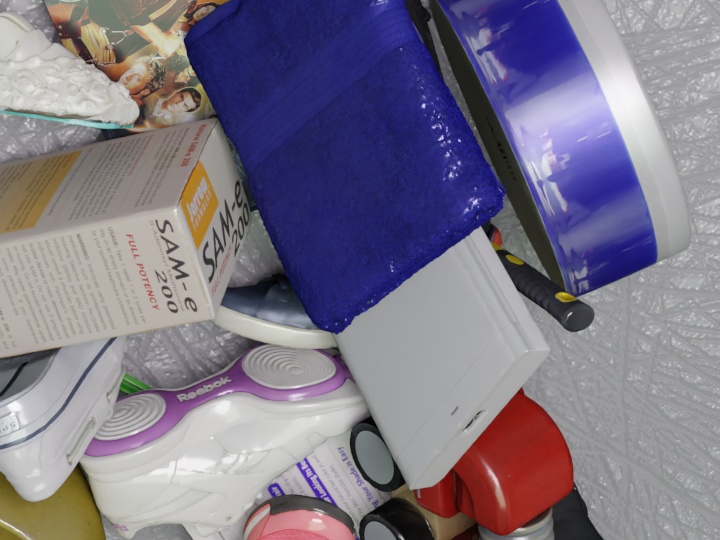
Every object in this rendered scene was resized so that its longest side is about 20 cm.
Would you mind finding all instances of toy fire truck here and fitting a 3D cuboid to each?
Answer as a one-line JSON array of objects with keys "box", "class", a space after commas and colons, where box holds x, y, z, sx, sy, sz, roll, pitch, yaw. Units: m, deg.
[{"box": [0.086, 0.173, 0.996, 0.128, 0.199, 0.178, -25, 121, -37], "class": "toy fire truck"}]

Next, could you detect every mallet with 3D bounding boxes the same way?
[{"box": [0.066, -0.007, 0.959, 0.065, 0.200, 0.042, -6, 112, -15], "class": "mallet"}]

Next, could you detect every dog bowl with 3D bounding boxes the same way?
[{"box": [0.114, -0.088, 0.978, 0.078, 0.200, 0.201, -25, 115, 1], "class": "dog bowl"}]

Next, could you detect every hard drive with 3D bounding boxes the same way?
[{"box": [0.023, 0.004, 0.963, 0.026, 0.201, 0.132, -4, 144, -37], "class": "hard drive"}]

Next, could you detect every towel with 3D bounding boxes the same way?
[{"box": [-0.009, -0.085, 0.926, 0.049, 0.201, 0.147, -4, 154, -49], "class": "towel"}]

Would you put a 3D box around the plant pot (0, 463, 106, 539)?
[{"box": [-0.236, 0.173, 1.042, 0.198, 0.142, 0.202, 5, 122, 7], "class": "plant pot"}]

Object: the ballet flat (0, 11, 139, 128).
[{"box": [-0.225, -0.118, 0.960, 0.198, 0.072, 0.072, 5, 113, 4], "class": "ballet flat"}]

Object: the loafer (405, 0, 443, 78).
[{"box": [0.007, -0.148, 1.008, 0.068, 0.071, 0.202, 1, 125, 32], "class": "loafer"}]

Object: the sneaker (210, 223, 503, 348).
[{"box": [0.000, 0.000, 1.071, 0.198, 0.075, 0.085, -1, 105, -15], "class": "sneaker"}]

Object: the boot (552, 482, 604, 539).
[{"box": [0.101, 0.238, 1.135, 0.073, 0.154, 0.204, 25, 105, -33], "class": "boot"}]

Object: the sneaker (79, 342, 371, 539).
[{"box": [-0.075, 0.107, 1.054, 0.198, 0.075, 0.100, -15, 122, -9], "class": "sneaker"}]

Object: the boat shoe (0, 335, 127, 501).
[{"box": [-0.175, 0.067, 0.983, 0.073, 0.200, 0.067, -13, 109, 18], "class": "boat shoe"}]

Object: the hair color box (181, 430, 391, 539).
[{"box": [-0.017, 0.136, 1.124, 0.199, 0.065, 0.110, -31, 115, 1], "class": "hair color box"}]

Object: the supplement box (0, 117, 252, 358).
[{"box": [-0.173, -0.014, 0.971, 0.198, 0.126, 0.074, -10, 116, 13], "class": "supplement box"}]

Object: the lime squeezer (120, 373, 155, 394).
[{"box": [-0.206, 0.058, 1.045, 0.199, 0.071, 0.038, 12, 133, -33], "class": "lime squeezer"}]

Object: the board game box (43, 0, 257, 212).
[{"box": [-0.101, -0.127, 1.013, 0.134, 0.035, 0.201, -22, 115, -1], "class": "board game box"}]

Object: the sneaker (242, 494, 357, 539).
[{"box": [-0.057, 0.222, 1.053, 0.073, 0.087, 0.201, 22, 129, -13], "class": "sneaker"}]
